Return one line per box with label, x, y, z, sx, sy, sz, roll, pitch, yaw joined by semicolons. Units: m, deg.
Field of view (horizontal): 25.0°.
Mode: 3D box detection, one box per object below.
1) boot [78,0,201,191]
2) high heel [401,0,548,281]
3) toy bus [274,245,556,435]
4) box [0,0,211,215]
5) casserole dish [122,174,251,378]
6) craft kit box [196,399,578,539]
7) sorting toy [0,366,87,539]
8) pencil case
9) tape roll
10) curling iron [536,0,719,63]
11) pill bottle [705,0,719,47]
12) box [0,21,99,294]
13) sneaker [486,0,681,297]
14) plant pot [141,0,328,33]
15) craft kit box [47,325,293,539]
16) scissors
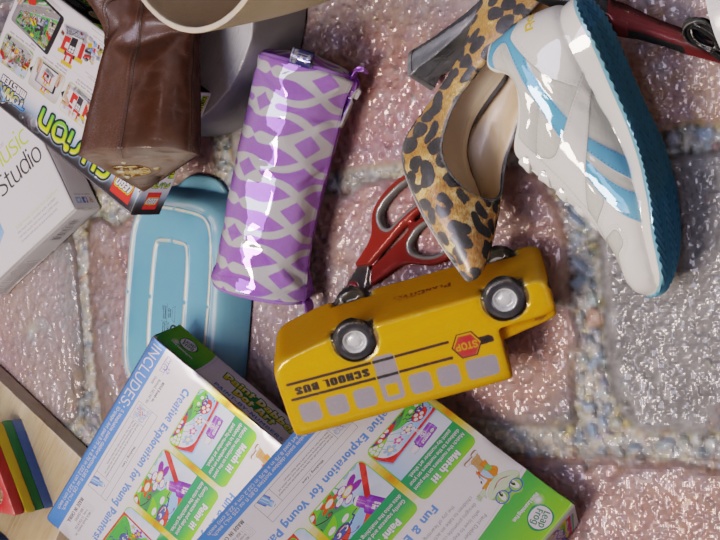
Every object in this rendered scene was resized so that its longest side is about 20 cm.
boot;-0.197;-0.158;1.211;0.185;0.064;0.202;-3;75;23
high heel;0.097;-0.104;1.100;0.142;0.071;0.201;-30;55;38
toy bus;0.039;0.048;1.132;0.199;0.065;0.079;-16;112;6
box;-0.214;-0.142;1.284;0.200;0.035;0.111;38;113;28
casserole dish;-0.146;0.023;1.321;0.120;0.039;0.202;9;98;35
craft kit box;0.016;0.186;1.141;0.197;0.049;0.200;36;75;30
sorting toy;-0.352;0.200;1.457;0.198;0.069;0.201;37;112;29
pencil case;-0.055;-0.071;1.230;0.085;0.084;0.201;14;103;1
tape roll;-0.140;-0.208;1.290;0.199;0.066;0.202;3;94;36
curling iron;0.167;-0.175;1.062;0.199;0.026;0.050;22;148;20
pill bottle;0.309;-0.178;0.942;0.199;0.109;0.110;-13;84;35
box;-0.324;-0.099;1.444;0.144;0.036;0.201;-38;70;30
sneaker;0.151;-0.075;1.061;0.080;0.076;0.201;-20;96;26
plant pot;-0.039;-0.263;1.124;0.187;0.199;0.189;12;106;46
craft kit box;-0.125;0.182;1.276;0.197;0.048;0.201;40;115;14
scissors;0.000;0.000;1.232;0.200;0.014;0.073;-39;73;31
